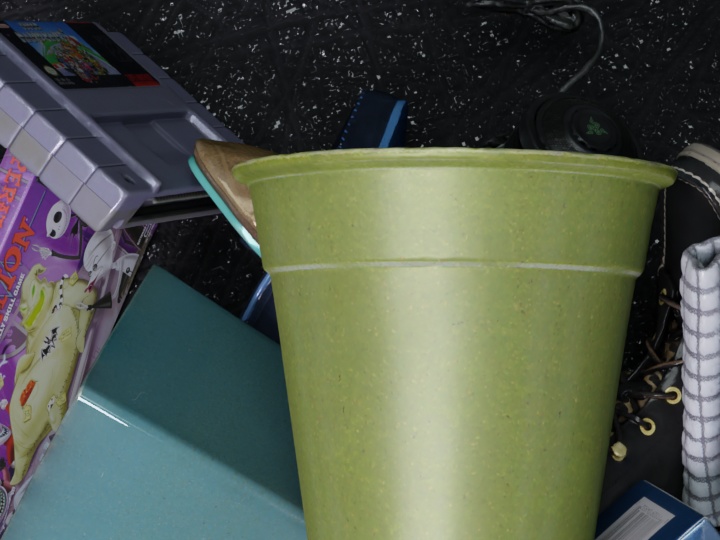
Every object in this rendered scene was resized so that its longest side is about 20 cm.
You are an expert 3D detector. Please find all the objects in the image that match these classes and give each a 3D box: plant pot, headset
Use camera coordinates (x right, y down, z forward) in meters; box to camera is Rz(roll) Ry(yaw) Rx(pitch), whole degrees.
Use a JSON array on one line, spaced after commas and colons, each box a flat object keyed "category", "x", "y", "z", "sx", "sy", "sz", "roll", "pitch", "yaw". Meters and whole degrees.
[{"category": "plant pot", "x": -0.060, "y": 0.126, "z": 1.206, "sx": 0.199, "sy": 0.141, "sz": 0.142, "roll": 29, "pitch": 117, "yaw": -2}, {"category": "plant pot", "x": 0.040, "y": 0.049, "z": 1.090, "sx": 0.199, "sy": 0.200, "sz": 0.191, "roll": 1, "pitch": 86, "yaw": 5}, {"category": "headset", "x": 0.083, "y": -0.052, "z": 1.253, "sx": 0.094, "sy": 0.123, "sz": 0.201, "roll": 17, "pitch": 69, "yaw": -16}]

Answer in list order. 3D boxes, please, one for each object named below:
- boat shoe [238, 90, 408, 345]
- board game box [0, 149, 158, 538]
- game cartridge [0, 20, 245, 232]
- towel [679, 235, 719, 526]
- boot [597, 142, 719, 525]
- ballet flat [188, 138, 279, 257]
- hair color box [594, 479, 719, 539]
[{"category": "boat shoe", "x": -0.036, "y": -0.008, "z": 1.283, "sx": 0.068, "sy": 0.084, "sz": 0.201, "roll": 21, "pitch": 78, "yaw": 13}, {"category": "board game box", "x": -0.177, "y": 0.037, "z": 1.265, "sx": 0.032, "sy": 0.120, "sz": 0.201, "roll": 16, "pitch": 79, "yaw": 33}, {"category": "game cartridge", "x": -0.128, "y": -0.077, "z": 1.247, "sx": 0.130, "sy": 0.200, "sz": 0.038, "roll": 46, "pitch": 107, "yaw": 10}, {"category": "towel", "x": 0.246, "y": 0.036, "z": 1.154, "sx": 0.199, "sy": 0.166, "sz": 0.085, "roll": -21, "pitch": 33, "yaw": -28}, {"category": "boot", "x": 0.142, "y": 0.053, "z": 1.190, "sx": 0.150, "sy": 0.201, "sz": 0.073, "roll": -30, "pitch": 39, "yaw": -23}, {"category": "ballet flat", "x": 0.000, "y": 0.000, "z": 1.211, "sx": 0.072, "sy": 0.068, "sz": 0.200, "roll": -36, "pitch": 91, "yaw": 14}, {"category": "hair color box", "x": 0.181, "y": 0.196, "z": 1.123, "sx": 0.060, "sy": 0.100, "sz": 0.200, "roll": -40, "pitch": 100, "yaw": -4}]
